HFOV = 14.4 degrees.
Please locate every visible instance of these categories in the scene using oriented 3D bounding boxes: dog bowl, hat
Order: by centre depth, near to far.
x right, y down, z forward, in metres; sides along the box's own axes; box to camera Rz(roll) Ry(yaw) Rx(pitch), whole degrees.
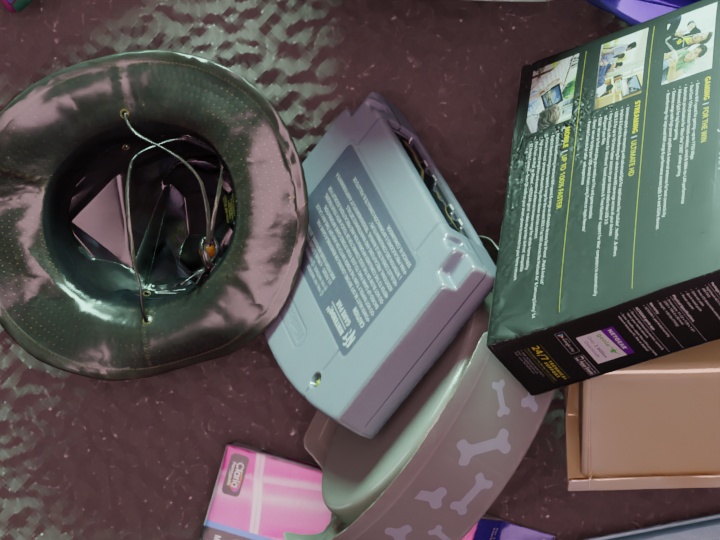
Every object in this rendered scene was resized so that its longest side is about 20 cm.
[{"bbox_3d":[0.037,0.080,1.549,0.059,0.200,0.200,34,92,-16],"label":"dog bowl"},{"bbox_3d":[-0.119,-0.033,1.619,0.200,0.081,0.201,1,93,12],"label":"hat"}]

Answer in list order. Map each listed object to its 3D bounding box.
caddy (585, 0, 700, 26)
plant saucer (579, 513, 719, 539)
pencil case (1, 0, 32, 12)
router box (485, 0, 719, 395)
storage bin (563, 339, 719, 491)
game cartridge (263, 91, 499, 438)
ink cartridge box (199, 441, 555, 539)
[{"bbox_3d":[0.219,-0.158,1.575,0.199,0.141,0.105,13,86,3],"label":"caddy"},{"bbox_3d":[0.192,0.176,1.633,0.199,0.019,0.070,-11,90,0],"label":"plant saucer"},{"bbox_3d":[-0.146,-0.235,1.622,0.200,0.088,0.088,-38,88,3],"label":"pencil case"},{"bbox_3d":[0.147,-0.044,1.474,0.149,0.200,0.051,-19,133,31],"label":"router box"},{"bbox_3d":[0.210,0.013,1.556,0.199,0.094,0.199,-2,46,3],"label":"storage bin"},{"bbox_3d":[0.000,0.000,1.562,0.041,0.200,0.133,33,107,-31],"label":"game cartridge"},{"bbox_3d":[0.005,0.171,1.641,0.200,0.037,0.095,16,90,1],"label":"ink cartridge box"}]
